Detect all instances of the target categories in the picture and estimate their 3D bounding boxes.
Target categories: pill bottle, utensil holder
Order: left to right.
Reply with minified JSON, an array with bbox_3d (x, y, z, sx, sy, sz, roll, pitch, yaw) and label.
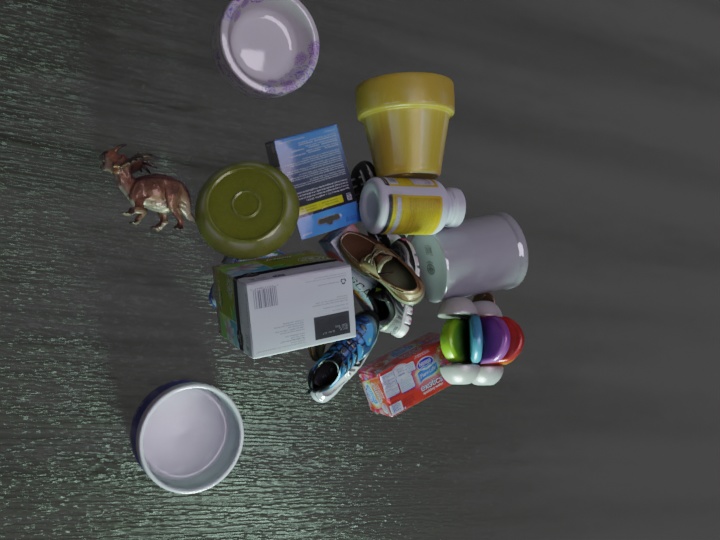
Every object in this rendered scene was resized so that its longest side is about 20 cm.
[{"bbox_3d":[0.106,-0.127,1.722,0.198,0.112,0.113,0,91,-26],"label":"pill bottle"},{"bbox_3d":[0.228,-0.026,1.840,0.199,0.170,0.171,-12,97,-25],"label":"utensil holder"}]

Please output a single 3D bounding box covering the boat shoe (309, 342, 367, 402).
[{"bbox_3d":[-0.032,0.182,1.763,0.073,0.065,0.201,37,75,-24],"label":"boat shoe"}]

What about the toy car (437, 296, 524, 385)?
[{"bbox_3d":[0.254,0.144,1.769,0.199,0.149,0.177,10,76,-45],"label":"toy car"}]

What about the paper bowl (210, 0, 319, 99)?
[{"bbox_3d":[-0.187,-0.429,1.644,0.199,0.104,0.203,-1,93,-27],"label":"paper bowl"}]

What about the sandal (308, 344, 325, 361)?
[{"bbox_3d":[-0.056,0.090,1.724,0.080,0.054,0.201,8,102,-70],"label":"sandal"}]

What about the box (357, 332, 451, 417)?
[{"bbox_3d":[0.107,0.216,1.820,0.199,0.095,0.100,-25,102,-25],"label":"box"}]

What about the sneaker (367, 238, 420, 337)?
[{"bbox_3d":[0.061,0.034,1.733,0.087,0.074,0.202,5,93,-35],"label":"sneaker"}]

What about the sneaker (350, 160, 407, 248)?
[{"bbox_3d":[0.039,-0.136,1.800,0.080,0.073,0.201,-31,110,-39],"label":"sneaker"}]

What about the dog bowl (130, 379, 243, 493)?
[{"bbox_3d":[-0.323,0.306,1.606,0.199,0.079,0.202,-1,92,-28],"label":"dog bowl"}]

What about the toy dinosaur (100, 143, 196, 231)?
[{"bbox_3d":[-0.372,-0.148,1.570,0.199,0.086,0.137,16,77,-33],"label":"toy dinosaur"}]

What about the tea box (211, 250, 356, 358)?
[{"bbox_3d":[-0.139,0.054,1.539,0.199,0.196,0.135,-10,103,-26],"label":"tea box"}]

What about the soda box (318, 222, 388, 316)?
[{"bbox_3d":[0.000,0.000,1.777,0.068,0.063,0.201,-41,108,-21],"label":"soda box"}]

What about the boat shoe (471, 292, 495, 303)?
[{"bbox_3d":[0.260,0.146,1.911,0.072,0.065,0.202,12,91,13],"label":"boat shoe"}]

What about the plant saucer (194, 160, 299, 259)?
[{"bbox_3d":[-0.214,-0.121,1.622,0.198,0.031,0.202,0,71,-1],"label":"plant saucer"}]

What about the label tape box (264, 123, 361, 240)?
[{"bbox_3d":[-0.094,-0.176,1.722,0.143,0.063,0.202,-18,99,-25],"label":"label tape box"}]

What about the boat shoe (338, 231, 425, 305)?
[{"bbox_3d":[0.045,-0.014,1.674,0.199,0.074,0.076,36,78,15],"label":"boat shoe"}]

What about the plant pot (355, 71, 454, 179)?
[{"bbox_3d":[0.093,-0.279,1.732,0.199,0.200,0.191,-1,85,-28],"label":"plant pot"}]

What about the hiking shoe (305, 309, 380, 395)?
[{"bbox_3d":[-0.030,0.166,1.684,0.074,0.087,0.201,37,97,-1],"label":"hiking shoe"}]

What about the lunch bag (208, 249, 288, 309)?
[{"bbox_3d":[-0.183,0.040,1.671,0.199,0.082,0.162,29,77,-25],"label":"lunch bag"}]
